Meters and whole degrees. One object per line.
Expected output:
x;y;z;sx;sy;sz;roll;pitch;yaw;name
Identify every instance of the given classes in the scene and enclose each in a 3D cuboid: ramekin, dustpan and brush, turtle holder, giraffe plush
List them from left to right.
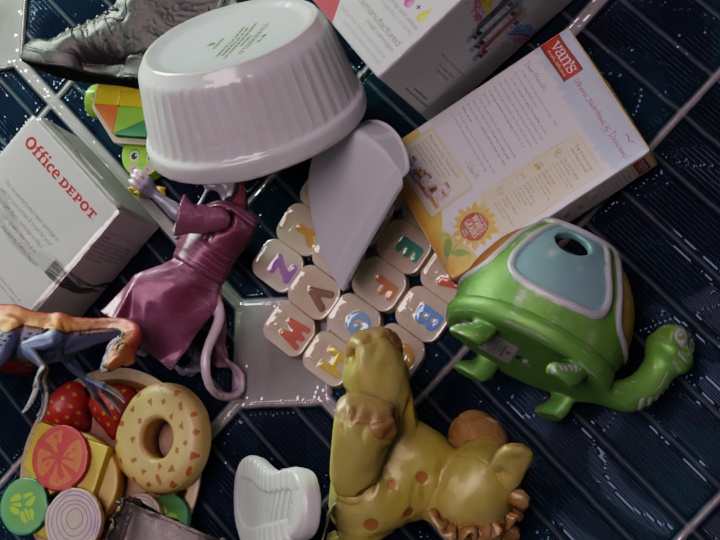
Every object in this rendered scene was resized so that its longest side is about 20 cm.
-0.101;-0.162;1.427;0.201;0.203;0.095;-5;120;22;ramekin
-0.011;-0.098;1.454;0.200;0.057;0.140;59;135;33;dustpan and brush
0.058;0.159;1.345;0.161;0.173;0.201;7;69;3;giraffe plush
0.166;0.038;1.323;0.185;0.141;0.132;17;69;33;turtle holder

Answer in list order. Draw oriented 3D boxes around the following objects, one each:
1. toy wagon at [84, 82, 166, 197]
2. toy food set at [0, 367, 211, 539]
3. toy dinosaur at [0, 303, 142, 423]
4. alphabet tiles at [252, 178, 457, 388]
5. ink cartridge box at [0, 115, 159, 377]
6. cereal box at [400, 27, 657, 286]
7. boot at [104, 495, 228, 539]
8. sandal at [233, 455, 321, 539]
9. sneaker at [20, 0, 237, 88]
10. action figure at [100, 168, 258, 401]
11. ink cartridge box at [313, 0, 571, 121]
-0.192;-0.170;1.575;0.154;0.040;0.201;6;81;24;toy wagon
-0.232;0.187;1.507;0.199;0.049;0.199;15;85;25;toy food set
-0.283;0.061;1.427;0.181;0.105;0.201;-27;100;14;toy dinosaur
0.000;0.000;1.469;0.195;0.015;0.200;36;93;25;alphabet tiles
-0.311;-0.022;1.568;0.200;0.083;0.147;-48;66;8;ink cartridge box
0.133;-0.095;1.408;0.199;0.040;0.144;-32;62;9;cereal box
-0.225;0.281;1.433;0.199;0.069;0.175;13;76;14;boot
-0.063;0.201;1.384;0.050;0.203;0.083;6;86;-19;sandal
-0.219;-0.227;1.548;0.199;0.060;0.105;10;84;19;sneaker
-0.142;-0.006;1.466;0.149;0.134;0.201;32;95;25;action figure
0.073;-0.259;1.424;0.200;0.145;0.145;-42;66;8;ink cartridge box
